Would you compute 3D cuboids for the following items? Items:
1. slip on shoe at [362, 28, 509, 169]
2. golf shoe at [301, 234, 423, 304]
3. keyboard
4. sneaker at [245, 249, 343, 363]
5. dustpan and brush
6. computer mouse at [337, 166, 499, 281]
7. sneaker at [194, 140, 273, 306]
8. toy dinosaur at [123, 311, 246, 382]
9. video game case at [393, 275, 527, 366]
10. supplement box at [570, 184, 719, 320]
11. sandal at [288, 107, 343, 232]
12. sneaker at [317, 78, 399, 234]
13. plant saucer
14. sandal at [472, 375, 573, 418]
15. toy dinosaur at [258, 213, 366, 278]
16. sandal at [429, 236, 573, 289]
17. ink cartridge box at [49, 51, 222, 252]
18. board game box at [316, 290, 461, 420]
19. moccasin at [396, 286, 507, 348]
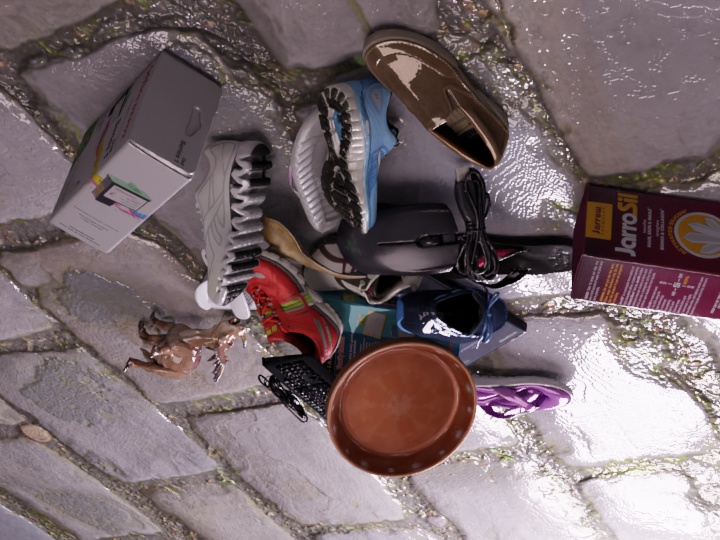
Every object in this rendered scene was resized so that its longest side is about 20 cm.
[{"bbox_3d":[0.082,-0.179,1.241,0.076,0.061,0.200,-25,130,38],"label":"slip on shoe"},{"bbox_3d":[0.000,0.000,1.482,0.200,0.088,0.077,-17,137,35],"label":"golf shoe"},{"bbox_3d":[-0.061,0.173,1.536,0.104,0.040,0.200,-9,144,29],"label":"keyboard"},{"bbox_3d":[-0.102,0.047,1.462,0.200,0.085,0.077,41,145,-22],"label":"sneaker"},{"bbox_3d":[-0.174,0.016,1.571,0.139,0.057,0.200,1,142,15],"label":"dustpan and brush"},{"bbox_3d":[0.056,-0.043,1.379,0.199,0.053,0.139,-6,100,23],"label":"computer mouse"},{"bbox_3d":[-0.160,-0.059,1.392,0.081,0.201,0.075,12,-175,21],"label":"sneaker"},{"bbox_3d":[-0.264,0.126,1.729,0.135,0.086,0.200,23,148,-26],"label":"toy dinosaur"},{"bbox_3d":[0.106,0.063,1.593,0.200,0.019,0.143,28,140,-23],"label":"video game case"},{"bbox_3d":[0.348,-0.019,1.339,0.199,0.111,0.086,8,143,4],"label":"supplement box"},{"bbox_3d":[-0.053,-0.120,1.362,0.050,0.082,0.203,45,154,30],"label":"sandal"},{"bbox_3d":[0.011,-0.126,1.301,0.078,0.090,0.200,42,147,35],"label":"sneaker"},{"bbox_3d":[0.052,0.176,1.517,0.200,0.032,0.201,-4,114,-9],"label":"plant saucer"},{"bbox_3d":[0.206,0.191,1.693,0.202,0.050,0.083,3,146,8],"label":"sandal"},{"bbox_3d":[-0.095,-0.032,1.454,0.200,0.058,0.101,42,159,-8],"label":"toy dinosaur"},{"bbox_3d":[0.175,-0.007,1.457,0.199,0.045,0.075,-3,143,18],"label":"sandal"},{"bbox_3d":[-0.256,-0.132,1.326,0.084,0.145,0.200,31,139,-25],"label":"ink cartridge box"},{"bbox_3d":[0.034,0.110,1.564,0.199,0.047,0.152,8,111,7],"label":"board game box"},{"bbox_3d":[0.128,0.060,1.450,0.068,0.081,0.200,-5,180,42],"label":"moccasin"}]
